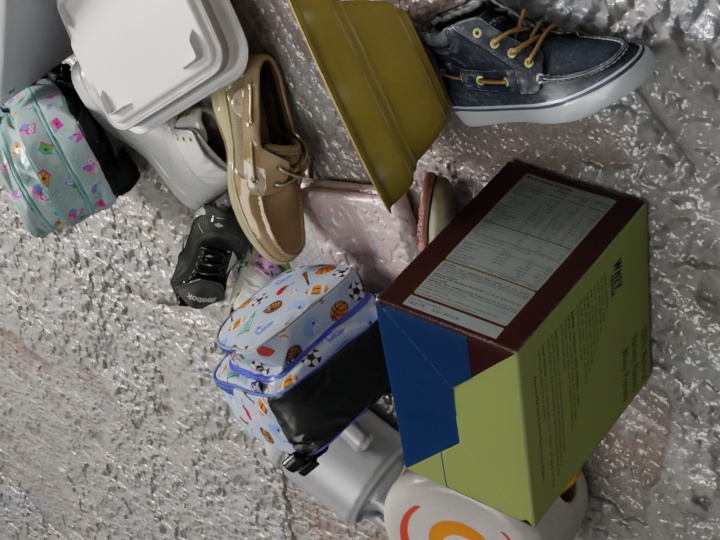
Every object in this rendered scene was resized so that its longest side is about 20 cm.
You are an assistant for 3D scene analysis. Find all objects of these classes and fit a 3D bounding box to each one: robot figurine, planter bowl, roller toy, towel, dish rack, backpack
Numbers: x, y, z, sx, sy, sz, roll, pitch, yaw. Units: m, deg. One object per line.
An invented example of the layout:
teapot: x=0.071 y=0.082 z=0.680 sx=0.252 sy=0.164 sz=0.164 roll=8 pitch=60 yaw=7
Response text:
robot figurine: x=-0.024 y=0.198 z=1.605 sx=0.199 sy=0.113 sz=0.170 roll=36 pitch=149 yaw=14
planter bowl: x=0.018 y=-0.154 z=1.188 sx=0.200 sy=0.083 sz=0.202 roll=-90 pitch=-26 yaw=-80
roller toy: x=0.127 y=0.228 z=1.450 sx=0.181 sy=0.140 sz=0.201 roll=14 pitch=132 yaw=24
towel: x=0.000 y=0.000 z=1.449 sx=0.190 sy=0.032 sz=0.201 roll=9 pitch=132 yaw=42
dish rack: x=-0.205 y=-0.227 z=1.363 sx=0.199 sy=0.043 sz=0.173 roll=-23 pitch=93 yaw=43
backpack: x=-0.314 y=-0.116 z=1.532 sx=0.168 sy=0.126 sz=0.200 roll=58 pitch=177 yaw=-24
backpack: x=-0.055 y=0.087 z=1.415 sx=0.155 sy=0.199 sz=0.190 roll=61 pitch=153 yaw=-10

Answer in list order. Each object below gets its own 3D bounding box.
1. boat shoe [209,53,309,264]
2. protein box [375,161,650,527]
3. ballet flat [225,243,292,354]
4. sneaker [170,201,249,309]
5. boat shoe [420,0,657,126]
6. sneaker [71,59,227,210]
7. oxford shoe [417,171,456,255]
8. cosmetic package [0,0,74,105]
boat shoe: x=-0.085 y=-0.102 z=1.375 sx=0.064 sy=0.071 sz=0.202 roll=-5 pitch=108 yaw=39
protein box: x=0.133 y=0.057 z=1.210 sx=0.134 sy=0.200 sz=0.200 roll=21 pitch=139 yaw=32
ballet flat: x=-0.114 y=0.036 z=1.572 sx=0.069 sy=0.071 sz=0.201 roll=37 pitch=145 yaw=14
sneaker: x=-0.157 y=-0.007 z=1.530 sx=0.066 sy=0.091 sz=0.200 roll=14 pitch=162 yaw=-14
boat shoe: x=0.126 y=-0.164 z=1.104 sx=0.199 sy=0.071 sz=0.091 roll=-3 pitch=127 yaw=51
sneaker: x=-0.192 y=-0.158 z=1.464 sx=0.200 sy=0.074 sz=0.115 roll=45 pitch=145 yaw=-13
oxford shoe: x=0.096 y=-0.003 z=1.329 sx=0.074 sy=0.071 sz=0.201 roll=-3 pitch=126 yaw=16
cosmetic package: x=-0.383 y=-0.313 z=1.457 sx=0.200 sy=0.123 sz=0.200 roll=40 pitch=146 yaw=11
